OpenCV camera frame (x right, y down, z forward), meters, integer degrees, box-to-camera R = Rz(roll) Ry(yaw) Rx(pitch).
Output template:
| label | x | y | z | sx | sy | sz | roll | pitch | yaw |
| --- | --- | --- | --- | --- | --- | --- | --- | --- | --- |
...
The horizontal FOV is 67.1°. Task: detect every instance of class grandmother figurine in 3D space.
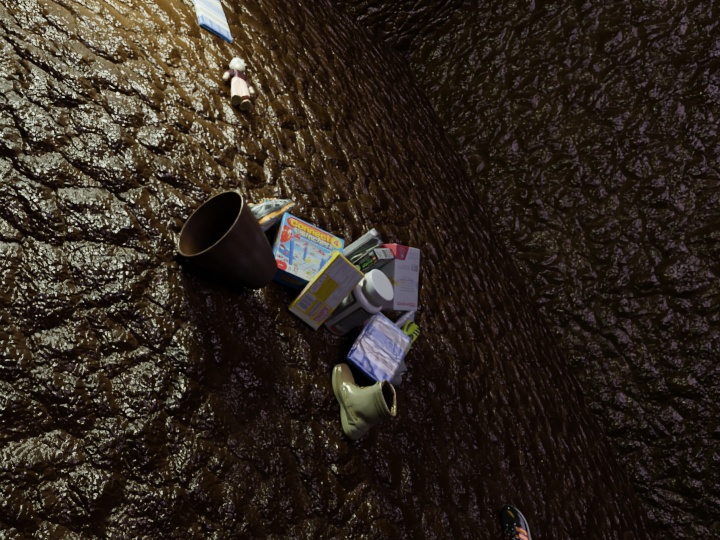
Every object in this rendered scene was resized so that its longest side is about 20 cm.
| label | x | y | z | sx | sy | sz | roll | pitch | yaw |
| --- | --- | --- | --- | --- | --- | --- | --- | --- | --- |
| grandmother figurine | -0.397 | -0.619 | 1.785 | 0.121 | 0.060 | 0.202 | 32 | 39 | -52 |

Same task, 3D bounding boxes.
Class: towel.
| label | x | y | z | sx | sy | sz | roll | pitch | yaw |
| --- | --- | --- | --- | --- | --- | --- | --- | --- | --- |
| towel | -0.529 | -0.906 | 1.908 | 0.146 | 0.024 | 0.202 | 11 | 54 | -56 |
| towel | 0.053 | 0.218 | 1.510 | 0.146 | 0.024 | 0.201 | 39 | 47 | -5 |

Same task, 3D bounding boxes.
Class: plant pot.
| label | x | y | z | sx | sy | sz | roll | pitch | yaw |
| --- | --- | --- | --- | --- | --- | --- | --- | --- | --- |
| plant pot | -0.289 | -0.049 | 1.272 | 0.200 | 0.185 | 0.188 | 50 | 25 | -41 |

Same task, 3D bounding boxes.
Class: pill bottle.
| label | x | y | z | sx | sy | sz | roll | pitch | yaw |
| --- | --- | --- | --- | --- | --- | --- | --- | --- | --- |
| pill bottle | -0.010 | 0.088 | 1.511 | 0.114 | 0.199 | 0.115 | 37 | 34 | -31 |

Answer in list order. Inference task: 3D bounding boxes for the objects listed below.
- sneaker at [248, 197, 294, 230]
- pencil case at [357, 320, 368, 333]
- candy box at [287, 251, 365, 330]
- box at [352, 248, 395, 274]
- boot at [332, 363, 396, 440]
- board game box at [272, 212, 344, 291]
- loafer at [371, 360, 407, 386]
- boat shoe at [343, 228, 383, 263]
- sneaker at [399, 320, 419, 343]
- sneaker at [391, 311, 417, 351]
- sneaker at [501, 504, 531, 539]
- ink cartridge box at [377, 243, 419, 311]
| label | x | y | z | sx | sy | sz | roll | pitch | yaw |
| --- | --- | --- | --- | --- | --- | --- | --- | --- | --- |
| sneaker | -0.253 | -0.174 | 1.539 | 0.077 | 0.078 | 0.200 | 42 | 25 | 2 |
| pencil case | 0.010 | 0.134 | 1.620 | 0.202 | 0.086 | 0.083 | 62 | 6 | 13 |
| candy box | -0.090 | 0.055 | 1.434 | 0.102 | 0.200 | 0.026 | 40 | 6 | -28 |
| box | 0.000 | 0.000 | 1.617 | 0.110 | 0.199 | 0.035 | -5 | 64 | -58 |
| boot | 0.009 | 0.302 | 1.368 | 0.072 | 0.155 | 0.202 | 25 | 39 | -41 |
| board game box | -0.148 | -0.035 | 1.504 | 0.198 | 0.056 | 0.198 | 24 | 47 | -23 |
| loafer | 0.091 | 0.308 | 1.582 | 0.070 | 0.070 | 0.200 | 49 | 27 | 5 |
| boat shoe | -0.022 | -0.045 | 1.641 | 0.064 | 0.199 | 0.071 | 55 | 5 | -4 |
| sneaker | 0.111 | 0.227 | 1.627 | 0.074 | 0.084 | 0.199 | 45 | 41 | 11 |
| sneaker | 0.145 | 0.206 | 1.781 | 0.199 | 0.075 | 0.116 | -31 | 92 | -52 |
| sneaker | 0.477 | 0.823 | 1.653 | 0.090 | 0.070 | 0.202 | 21 | 46 | -52 |
| ink cartridge box | 0.090 | 0.027 | 1.715 | 0.145 | 0.143 | 0.203 | 9 | 82 | -53 |
